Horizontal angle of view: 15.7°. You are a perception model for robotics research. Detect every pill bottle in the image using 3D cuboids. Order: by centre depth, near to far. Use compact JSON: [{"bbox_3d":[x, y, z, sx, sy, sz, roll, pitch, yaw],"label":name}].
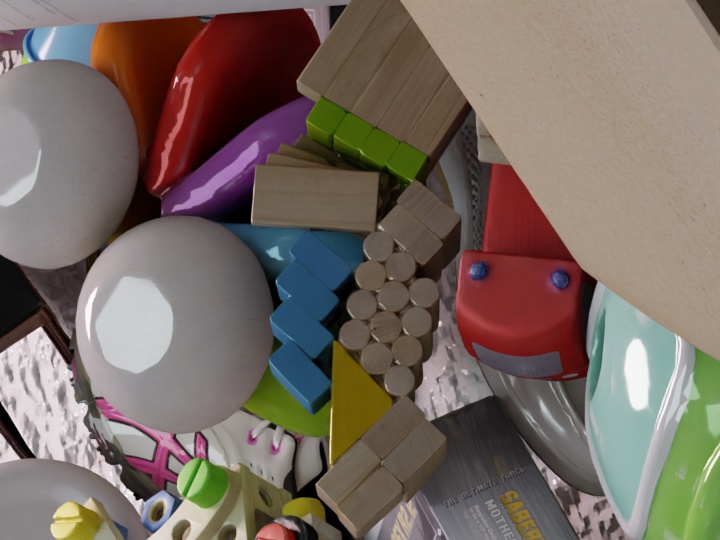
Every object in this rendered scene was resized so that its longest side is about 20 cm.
[{"bbox_3d":[-0.140,0.174,1.218,0.116,0.115,0.200,59,170,23],"label":"pill bottle"}]

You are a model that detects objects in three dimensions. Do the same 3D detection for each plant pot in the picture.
[{"bbox_3d":[0.130,-0.085,0.767,0.177,0.200,0.200,7,139,55],"label":"plant pot"}]

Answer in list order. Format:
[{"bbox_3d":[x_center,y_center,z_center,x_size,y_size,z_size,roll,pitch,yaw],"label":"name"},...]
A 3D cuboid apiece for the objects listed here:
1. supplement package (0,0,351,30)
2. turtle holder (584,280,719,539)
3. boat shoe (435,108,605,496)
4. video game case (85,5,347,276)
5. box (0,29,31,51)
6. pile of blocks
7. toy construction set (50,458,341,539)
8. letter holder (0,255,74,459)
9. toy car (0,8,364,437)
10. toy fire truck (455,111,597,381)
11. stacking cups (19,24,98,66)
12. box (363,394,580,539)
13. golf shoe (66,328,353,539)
[{"bbox_3d":[-0.073,-0.166,0.984,0.199,0.110,0.114,0,71,27],"label":"supplement package"},{"bbox_3d":[0.146,0.053,0.890,0.132,0.141,0.186,46,167,35],"label":"turtle holder"},{"bbox_3d":[0.077,-0.015,0.995,0.069,0.071,0.201,-30,76,48],"label":"boat shoe"},{"bbox_3d":[-0.066,-0.042,1.204,0.200,0.025,0.181,11,106,49],"label":"video game case"},{"bbox_3d":[-0.264,-0.150,1.283,0.176,0.200,0.097,6,103,50],"label":"box"},{"bbox_3d":[0.000,0.000,0.961,0.062,0.082,0.201,85,-167,-75],"label":"pile of blocks"},{"bbox_3d":[-0.054,0.164,1.052,0.131,0.092,0.201,-28,63,25],"label":"toy construction set"},{"bbox_3d":[-0.212,0.021,1.289,0.200,0.100,0.142,51,173,37],"label":"letter holder"},{"bbox_3d":[-0.049,-0.030,1.052,0.150,0.175,0.200,-47,67,17],"label":"toy car"},{"bbox_3d":[0.062,-0.065,0.900,0.049,0.141,0.201,6,85,16],"label":"toy fire truck"},{"bbox_3d":[-0.126,-0.115,1.199,0.061,0.060,0.200,46,128,34],"label":"stacking cups"},{"bbox_3d":[0.056,0.165,1.030,0.159,0.048,0.200,60,159,24],"label":"box"},{"bbox_3d":[-0.054,0.088,1.187,0.092,0.073,0.200,-41,77,21],"label":"golf shoe"}]
